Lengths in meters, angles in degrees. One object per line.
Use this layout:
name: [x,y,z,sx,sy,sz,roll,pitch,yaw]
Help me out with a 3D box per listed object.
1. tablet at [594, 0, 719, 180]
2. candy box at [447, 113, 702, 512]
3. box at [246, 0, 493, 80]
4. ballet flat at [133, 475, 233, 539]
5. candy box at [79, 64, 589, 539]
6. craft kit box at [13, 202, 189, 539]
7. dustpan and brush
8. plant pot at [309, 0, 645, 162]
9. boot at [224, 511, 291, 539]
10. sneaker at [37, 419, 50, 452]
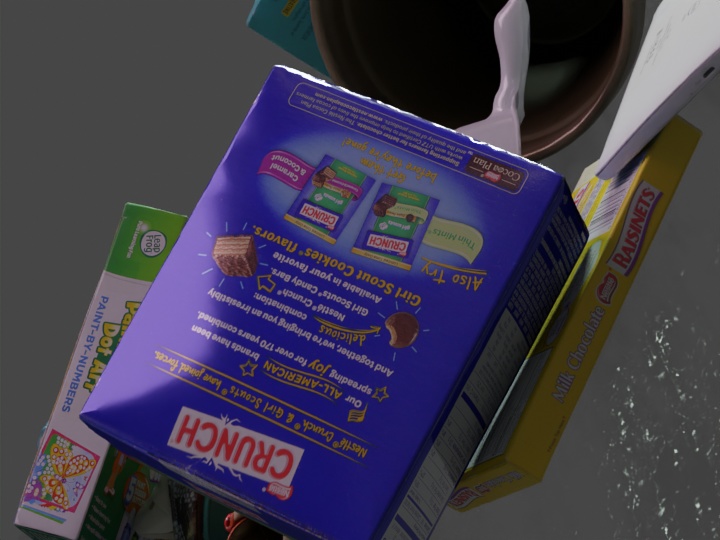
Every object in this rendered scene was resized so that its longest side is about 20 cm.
tablet: [0.176,-0.132,1.177,0.130,0.014,0.200,-46,10,33]
candy box: [0.100,0.021,1.138,0.201,0.026,0.102,-62,8,-21]
box: [0.030,-0.149,1.542,0.082,0.199,0.049,-54,10,28]
ballet flat: [-0.098,0.166,1.337,0.072,0.072,0.202,175,92,-80]
candy box: [-0.011,0.026,1.106,0.201,0.169,0.077,-60,-27,-13]
craft kit box: [-0.128,0.087,1.387,0.200,0.048,0.199,63,-140,-68]
dustpan and brush: [0.077,-0.064,1.312,0.140,0.057,0.201,109,154,-86]
plant pot: [0.090,-0.177,1.421,0.200,0.200,0.174,-55,-6,25]
boot: [-0.038,0.136,1.251,0.107,0.075,0.200,-24,-11,-28]
sneaker: [-0.140,0.171,1.521,0.076,0.200,0.081,-33,24,-4]
